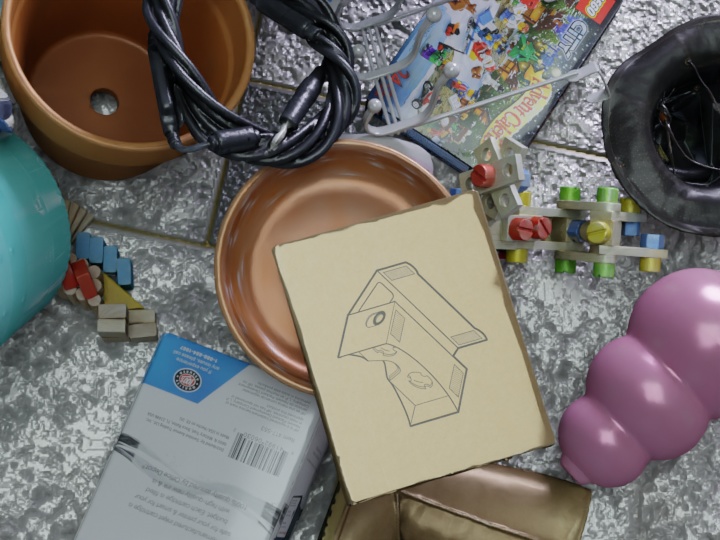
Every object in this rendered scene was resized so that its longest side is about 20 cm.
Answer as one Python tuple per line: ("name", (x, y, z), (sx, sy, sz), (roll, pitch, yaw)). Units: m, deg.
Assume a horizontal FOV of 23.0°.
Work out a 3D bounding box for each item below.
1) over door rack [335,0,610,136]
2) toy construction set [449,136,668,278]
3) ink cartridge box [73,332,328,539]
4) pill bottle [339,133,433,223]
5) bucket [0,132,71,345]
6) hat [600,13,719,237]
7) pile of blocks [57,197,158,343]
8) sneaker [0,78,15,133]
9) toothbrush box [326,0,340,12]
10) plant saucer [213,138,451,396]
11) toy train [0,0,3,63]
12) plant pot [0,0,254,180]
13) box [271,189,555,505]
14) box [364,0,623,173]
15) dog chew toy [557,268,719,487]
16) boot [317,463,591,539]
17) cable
("over door rack", (0.087, -0.190, 1.427), (0.199, 0.067, 0.148), (-10, 48, -4))
("toy construction set", (0.141, -0.040, 1.417), (0.199, 0.131, 0.093), (21, 81, -42))
("ink cartridge box", (-0.121, 0.171, 1.387), (0.146, 0.086, 0.201), (20, 79, 12))
("pill bottle", (0.000, 0.000, 1.426), (0.111, 0.112, 0.201), (4, 77, -1))
("bucket", (-0.333, -0.018, 1.365), (0.206, 0.135, 0.209), (7, 109, 20))
("hat", (0.295, -0.111, 1.479), (0.199, 0.081, 0.202), (0, 74, -1))
("pile of blocks", (-0.240, -0.016, 1.445), (0.199, 0.062, 0.082), (35, 79, 5))
("sneaker", (-0.316, -0.162, 1.362), (0.077, 0.200, 0.086), (-2, 112, -29))
("toothbrush box", (-0.057, -0.328, 1.463), (0.146, 0.085, 0.201), (32, 77, -27))
("plant saucer", (-0.013, 0.001, 1.349), (0.199, 0.037, 0.202), (1, 77, -4))
("toy train", (-0.282, -0.260, 1.490), (0.199, 0.085, 0.114), (-29, 71, -8))
("plant pot", (-0.197, -0.161, 1.422), (0.199, 0.140, 0.201), (7, 67, -16))
("box", (0.038, 0.056, 1.311), (0.162, 0.021, 0.201), (-15, 80, -8))
("box", (0.114, -0.184, 1.509), (0.136, 0.038, 0.201), (33, 78, 5))
("dog chew toy", (0.239, 0.094, 1.415), (0.200, 0.125, 0.125), (-44, 83, -3))
("boot", (0.067, 0.224, 1.404), (0.199, 0.066, 0.176), (19, 78, 1))
("cable", (-0.084, -0.173, 1.348), (0.162, 0.051, 0.201), (-5, 64, -16))
